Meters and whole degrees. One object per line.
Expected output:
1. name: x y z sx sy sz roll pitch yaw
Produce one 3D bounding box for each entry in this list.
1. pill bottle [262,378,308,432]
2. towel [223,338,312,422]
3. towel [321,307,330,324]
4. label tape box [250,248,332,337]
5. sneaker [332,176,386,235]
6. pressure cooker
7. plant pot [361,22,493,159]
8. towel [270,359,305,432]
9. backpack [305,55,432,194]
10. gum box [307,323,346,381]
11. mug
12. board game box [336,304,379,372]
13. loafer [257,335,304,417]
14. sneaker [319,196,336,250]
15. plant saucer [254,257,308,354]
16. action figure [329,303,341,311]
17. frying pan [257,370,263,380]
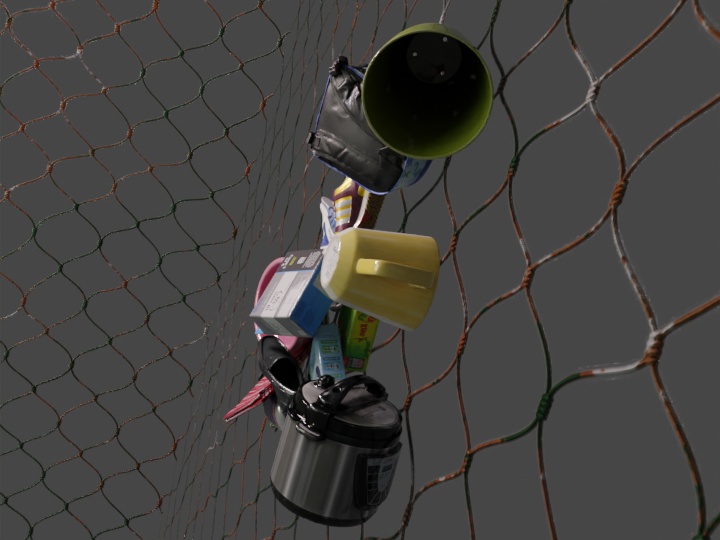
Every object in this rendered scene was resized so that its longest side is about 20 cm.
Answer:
1. pill bottle: -0.129 0.266 1.647 0.200 0.112 0.113 175 108 -73
2. towel: -0.176 0.214 1.644 0.144 0.023 0.200 -34 7 44
3. towel: -0.082 0.083 1.712 0.193 0.034 0.202 -128 35 -67
4. label tape box: -0.126 0.041 1.490 0.199 0.063 0.145 -4 51 53
5. sneaker: -0.019 -0.108 1.597 0.090 0.075 0.201 31 103 31
6. pressure cooker: -0.033 0.249 1.224 0.176 0.177 0.201 -125 50 -72
7. plant pot: 0.105 -0.292 1.253 0.200 0.186 0.188 -76 9 -59
8. towel: -0.151 0.237 1.823 0.144 0.023 0.201 -59 -13 -75
9. backpack: 0.037 -0.235 1.403 0.200 0.146 0.184 39 125 27
10. gum box: -0.056 0.224 1.444 0.171 0.044 0.201 102 162 -50
11. mug: 0.030 -0.006 1.267 0.187 0.152 0.150 126 154 -51
12. board game box: 0.002 0.064 1.458 0.102 0.047 0.201 -112 34 -64
13. loafer: -0.141 0.180 1.524 0.201 0.068 0.071 -122 30 -48
14. sneaker: -0.055 -0.072 1.731 0.200 0.080 0.116 -115 44 -63
15. plant saucer: -0.145 0.076 1.666 0.200 0.051 0.202 -11 76 53
16. action figure: 0.000 0.000 1.547 0.119 0.054 0.200 -89 24 -45
17. frying pan: -0.160 0.156 1.759 0.191 0.031 0.115 -64 7 -6
